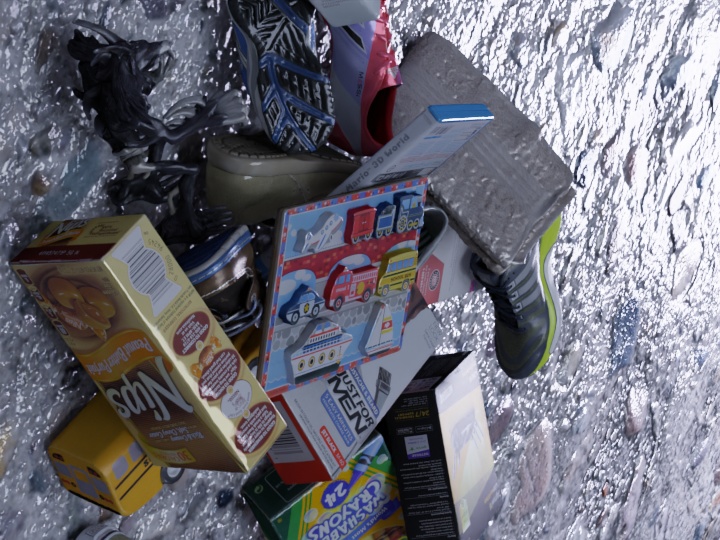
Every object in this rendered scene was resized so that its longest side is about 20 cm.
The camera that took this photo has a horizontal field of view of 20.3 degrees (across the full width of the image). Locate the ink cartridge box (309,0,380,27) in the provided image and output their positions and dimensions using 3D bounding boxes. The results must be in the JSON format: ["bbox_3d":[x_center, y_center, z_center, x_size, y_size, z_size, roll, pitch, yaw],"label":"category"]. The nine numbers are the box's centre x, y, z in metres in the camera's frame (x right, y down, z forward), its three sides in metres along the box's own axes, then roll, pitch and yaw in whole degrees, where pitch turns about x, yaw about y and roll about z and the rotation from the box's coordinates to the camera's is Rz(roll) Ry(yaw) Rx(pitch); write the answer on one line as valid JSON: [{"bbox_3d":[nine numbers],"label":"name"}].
[{"bbox_3d":[-0.034,-0.311,1.503,0.174,0.043,0.201,43,45,-56],"label":"ink cartridge box"}]

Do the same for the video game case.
[{"bbox_3d":[0.012,-0.066,1.643,0.200,0.018,0.143,-41,171,19],"label":"video game case"}]

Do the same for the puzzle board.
[{"bbox_3d":[-0.010,0.012,1.569,0.200,0.017,0.151,-16,118,-54],"label":"puzzle board"}]

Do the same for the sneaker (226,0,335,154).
[{"bbox_3d":[-0.072,-0.191,1.559,0.075,0.077,0.201,-9,100,-16],"label":"sneaker"}]

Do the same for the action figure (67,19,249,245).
[{"bbox_3d":[-0.146,-0.113,1.436,0.102,0.119,0.200,-34,145,-18],"label":"action figure"}]

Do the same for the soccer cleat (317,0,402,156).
[{"bbox_3d":[0.005,-0.190,1.659,0.067,0.076,0.201,-27,127,-48],"label":"soccer cleat"}]

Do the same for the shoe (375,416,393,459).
[{"bbox_3d":[0.001,0.150,1.856,0.070,0.053,0.200,-31,136,1],"label":"shoe"}]

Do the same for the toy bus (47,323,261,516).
[{"bbox_3d":[-0.153,0.102,1.575,0.200,0.065,0.078,-49,140,-32],"label":"toy bus"}]

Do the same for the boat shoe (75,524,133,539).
[{"bbox_3d":[-0.213,0.302,1.582,0.072,0.062,0.201,-3,109,-56],"label":"boat shoe"}]

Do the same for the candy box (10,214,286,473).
[{"bbox_3d":[-0.151,0.054,1.445,0.055,0.115,0.200,-48,119,-32],"label":"candy box"}]

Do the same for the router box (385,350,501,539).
[{"bbox_3d":[0.078,0.170,1.866,0.200,0.052,0.158,-32,113,-74],"label":"router box"}]

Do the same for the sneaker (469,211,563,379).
[{"bbox_3d":[0.135,0.008,1.849,0.081,0.074,0.201,-21,116,-42],"label":"sneaker"}]

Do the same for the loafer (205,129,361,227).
[{"bbox_3d":[-0.068,-0.072,1.613,0.200,0.076,0.069,-3,118,-60],"label":"loafer"}]

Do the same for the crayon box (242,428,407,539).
[{"bbox_3d":[-0.017,0.232,1.824,0.126,0.052,0.200,-37,138,-14],"label":"crayon box"}]

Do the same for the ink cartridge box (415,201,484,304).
[{"bbox_3d":[0.089,-0.043,1.869,0.200,0.067,0.117,-14,117,-52],"label":"ink cartridge box"}]

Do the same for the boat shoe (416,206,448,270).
[{"bbox_3d":[0.000,0.000,1.666,0.200,0.074,0.067,-46,-177,-42],"label":"boat shoe"}]

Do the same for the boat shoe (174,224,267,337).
[{"bbox_3d":[-0.100,0.011,1.511,0.073,0.072,0.200,63,4,-3],"label":"boat shoe"}]

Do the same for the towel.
[{"bbox_3d":[0.095,-0.103,1.768,0.200,0.034,0.133,44,57,-6],"label":"towel"}]

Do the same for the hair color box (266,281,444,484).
[{"bbox_3d":[-0.018,0.076,1.720,0.200,0.064,0.111,-51,120,-41],"label":"hair color box"}]
